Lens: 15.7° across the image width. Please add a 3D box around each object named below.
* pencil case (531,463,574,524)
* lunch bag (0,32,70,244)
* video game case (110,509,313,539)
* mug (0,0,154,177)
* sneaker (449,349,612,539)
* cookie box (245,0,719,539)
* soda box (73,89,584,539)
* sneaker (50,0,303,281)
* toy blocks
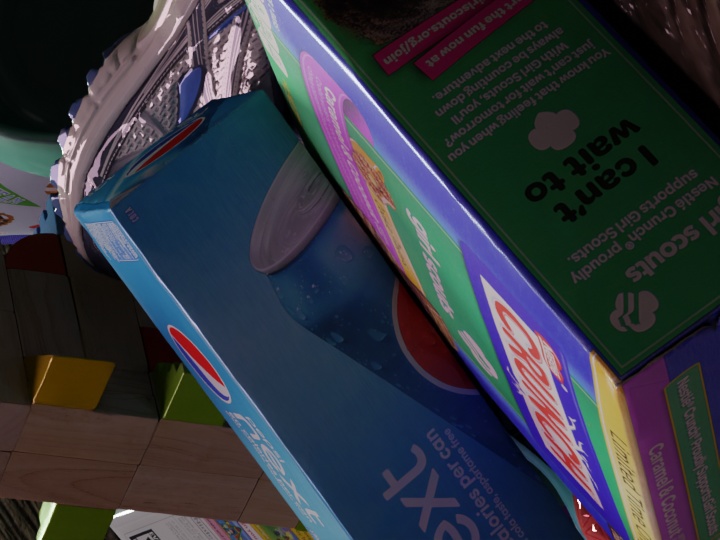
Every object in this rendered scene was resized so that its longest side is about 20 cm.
[{"bbox_3d":[0.065,0.093,1.119,0.092,0.085,0.200,4,-150,-39],"label":"pencil case"},{"bbox_3d":[-0.221,-0.080,1.263,0.170,0.199,0.125,63,-158,-73],"label":"lunch bag"},{"bbox_3d":[-0.005,0.162,1.164,0.200,0.022,0.182,50,146,-10],"label":"video game case"},{"bbox_3d":[-0.120,-0.101,1.115,0.114,0.151,0.186,76,-171,-80],"label":"mug"},{"bbox_3d":[0.088,0.040,0.917,0.200,0.079,0.096,46,161,1],"label":"sneaker"},{"bbox_3d":[0.056,-0.015,0.810,0.200,0.075,0.171,49,170,29],"label":"cookie box"},{"bbox_3d":[-0.009,0.038,0.891,0.200,0.068,0.064,54,166,-11],"label":"soda box"},{"bbox_3d":[-0.046,-0.063,0.941,0.085,0.077,0.201,37,127,15],"label":"sneaker"},{"bbox_3d":[-0.098,0.028,1.035,0.137,0.199,0.100,-108,35,-45],"label":"toy blocks"}]
